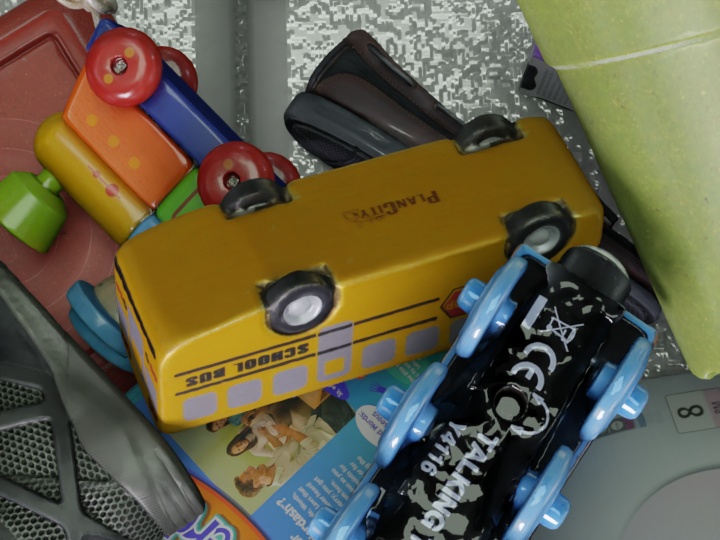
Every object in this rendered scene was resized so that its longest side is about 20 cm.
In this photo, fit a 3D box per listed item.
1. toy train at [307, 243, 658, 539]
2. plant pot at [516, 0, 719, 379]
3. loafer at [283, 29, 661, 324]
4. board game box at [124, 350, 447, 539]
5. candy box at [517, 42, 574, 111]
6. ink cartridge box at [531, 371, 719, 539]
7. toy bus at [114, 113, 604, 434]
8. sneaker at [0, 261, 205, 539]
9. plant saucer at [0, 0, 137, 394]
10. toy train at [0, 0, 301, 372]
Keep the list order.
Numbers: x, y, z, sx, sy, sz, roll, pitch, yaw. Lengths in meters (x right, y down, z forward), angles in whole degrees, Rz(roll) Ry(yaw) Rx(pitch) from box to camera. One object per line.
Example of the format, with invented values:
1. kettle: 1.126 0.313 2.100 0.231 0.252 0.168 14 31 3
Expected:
1. toy train: 0.041 0.081 0.793 0.086 0.114 0.201 32 74 6
2. plant pot: 0.169 -0.061 0.827 0.198 0.200 0.192 -16 99 -4
3. loafer: 0.062 -0.047 0.939 0.199 0.072 0.063 29 77 7
4. board game box: -0.018 0.078 0.893 0.200 0.045 0.152 -39 63 -13
5. candy box: 0.198 -0.131 0.951 0.198 0.072 0.169 22 81 3
6. ink cartridge box: 0.091 0.124 0.873 0.198 0.057 0.163 -6 40 -5
7. toy bus: 0.000 0.000 0.848 0.198 0.079 0.065 -16 51 -16
8. sneaker: -0.167 0.064 0.858 0.114 0.076 0.199 -39 69 -12
9. plant saucer: -0.166 -0.014 0.945 0.199 0.037 0.201 -32 83 -6
10. toy train: -0.127 -0.060 0.900 0.200 0.085 0.116 45 95 6
